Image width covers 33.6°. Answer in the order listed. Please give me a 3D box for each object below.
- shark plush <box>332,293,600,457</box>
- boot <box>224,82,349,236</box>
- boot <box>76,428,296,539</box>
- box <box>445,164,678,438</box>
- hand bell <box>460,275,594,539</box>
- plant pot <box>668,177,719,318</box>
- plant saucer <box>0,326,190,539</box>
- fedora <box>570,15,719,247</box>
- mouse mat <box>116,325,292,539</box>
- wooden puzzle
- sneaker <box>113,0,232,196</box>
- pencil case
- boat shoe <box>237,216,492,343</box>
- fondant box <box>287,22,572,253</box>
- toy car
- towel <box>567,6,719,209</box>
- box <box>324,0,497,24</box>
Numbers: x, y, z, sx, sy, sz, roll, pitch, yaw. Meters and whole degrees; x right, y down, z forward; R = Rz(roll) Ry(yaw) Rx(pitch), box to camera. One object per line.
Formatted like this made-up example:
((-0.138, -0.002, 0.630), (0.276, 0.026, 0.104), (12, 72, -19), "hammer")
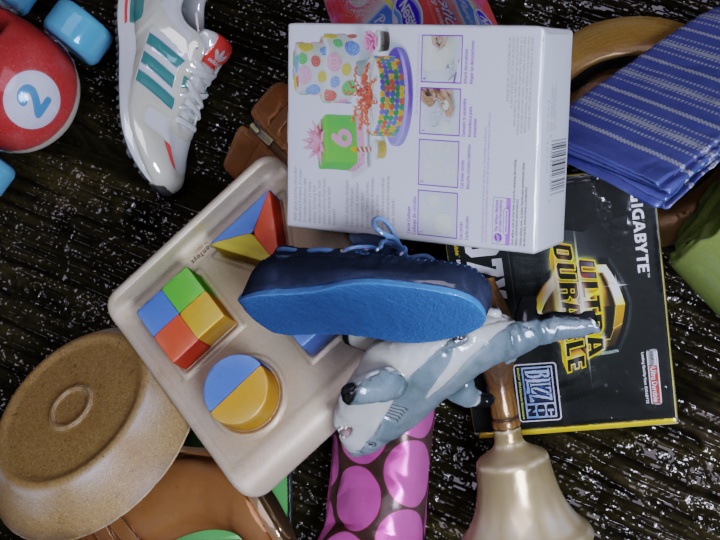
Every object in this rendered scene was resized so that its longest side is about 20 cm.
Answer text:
((0.068, 0.064, 0.842), (0.198, 0.091, 0.084), (-26, 114, -1), "shark plush")
((-0.066, -0.048, 0.992), (0.155, 0.076, 0.201), (36, 97, 24), "boot")
((-0.157, 0.197, 0.943), (0.155, 0.077, 0.200), (-45, 68, -8), "boot")
((0.151, 0.021, 0.900), (0.157, 0.049, 0.203), (-5, 108, 15), "box")
((0.107, 0.105, 0.878), (0.102, 0.104, 0.203), (-9, 97, 8), "hand bell")
((0.323, 0.003, 0.828), (0.189, 0.200, 0.201), (37, 86, 4), "plant pot")
((-0.223, 0.118, 0.957), (0.197, 0.036, 0.202), (-17, 45, 18), "plant saucer")
((0.219, -0.102, 0.952), (0.197, 0.082, 0.204), (-1, 77, 5), "fedora")
((-0.134, 0.128, 1.004), (0.158, 0.008, 0.204), (-3, 78, 10), "mouse mat")
((-0.078, 0.037, 0.902), (0.185, 0.046, 0.200), (-41, 72, 0), "wooden puzzle")
((-0.159, -0.169, 1.043), (0.092, 0.070, 0.203), (-11, 73, 14), "sneaker")
((0.010, 0.145, 0.932), (0.092, 0.091, 0.204), (4, 80, 9), "pencil case")
((0.000, 0.000, 0.810), (0.197, 0.084, 0.069), (4, 55, 31), "boat shoe")
((0.044, -0.096, 0.829), (0.197, 0.058, 0.147), (7, 103, 29), "fondant box")
((-0.345, -0.195, 1.017), (0.176, 0.200, 0.185), (34, 85, 16), "toy car")
((0.237, -0.123, 0.854), (0.199, 0.024, 0.144), (-35, 36, -15), "towel")
((0.054, -0.168, 0.948), (0.094, 0.102, 0.202), (-39, 51, 32), "box")
